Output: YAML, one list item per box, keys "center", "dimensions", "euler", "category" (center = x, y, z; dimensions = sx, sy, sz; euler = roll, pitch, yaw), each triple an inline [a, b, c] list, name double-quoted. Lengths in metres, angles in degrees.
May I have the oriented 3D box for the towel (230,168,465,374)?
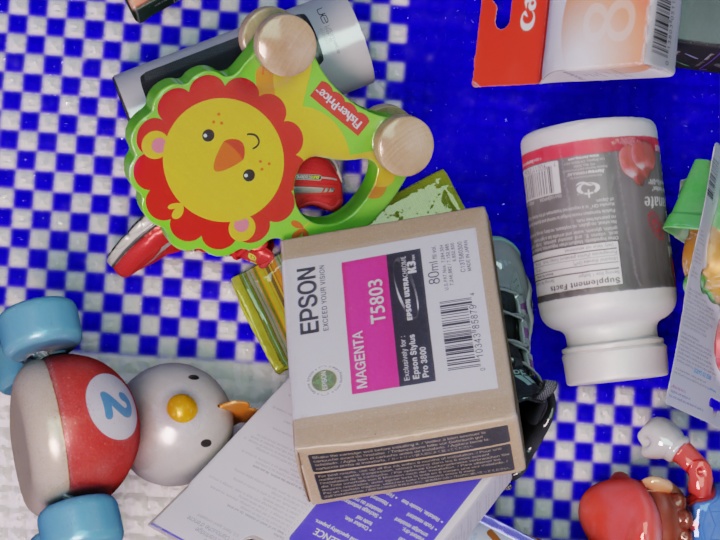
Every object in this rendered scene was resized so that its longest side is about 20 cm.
- center: [0.000, 0.000, 1.530]
  dimensions: [0.199, 0.018, 0.087]
  euler: [-28, 88, -6]
  category: "towel"

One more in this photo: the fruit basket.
- center: [0.283, 0.020, 1.478]
  dimensions: [0.093, 0.185, 0.202]
  euler: [12, 84, 34]
  category: "fruit basket"

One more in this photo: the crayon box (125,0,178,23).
- center: [-0.174, -0.320, 1.532]
  dimensions: [0.126, 0.051, 0.201]
  euler: [-29, 87, -5]
  category: "crayon box"

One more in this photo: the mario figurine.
- center: [0.270, 0.187, 1.506]
  dimensions: [0.198, 0.106, 0.125]
  euler: [1, 63, -4]
  category: "mario figurine"

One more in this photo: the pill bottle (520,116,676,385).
- center: [0.190, -0.013, 1.496]
  dimensions: [0.110, 0.111, 0.202]
  euler: [-6, 85, -4]
  category: "pill bottle"

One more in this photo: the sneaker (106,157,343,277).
- center: [-0.103, -0.036, 1.500]
  dimensions: [0.199, 0.077, 0.086]
  euler: [-26, 92, -5]
  category: "sneaker"

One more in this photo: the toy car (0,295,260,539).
- center: [-0.164, 0.117, 1.443]
  dimensions: [0.198, 0.177, 0.186]
  euler: [-10, 74, -17]
  category: "toy car"

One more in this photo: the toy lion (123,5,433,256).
- center: [-0.072, -0.087, 1.446]
  dimensions: [0.200, 0.069, 0.192]
  euler: [37, 91, -23]
  category: "toy lion"

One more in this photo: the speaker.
- center: [-0.091, -0.152, 1.508]
  dimensions: [0.198, 0.081, 0.082]
  euler: [-21, 86, -5]
  category: "speaker"

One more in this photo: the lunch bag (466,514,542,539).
- center: [0.131, 0.297, 1.459]
  dimensions: [0.199, 0.124, 0.171]
  euler: [24, 82, 7]
  category: "lunch bag"

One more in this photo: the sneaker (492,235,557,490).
- center: [0.117, 0.072, 1.464]
  dimensions: [0.077, 0.140, 0.202]
  euler: [5, 87, -18]
  category: "sneaker"

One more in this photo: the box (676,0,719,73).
- center: [0.305, -0.225, 1.525]
  dimensions: [0.198, 0.106, 0.124]
  euler: [8, 86, -3]
  category: "box"

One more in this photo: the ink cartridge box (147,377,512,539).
- center: [-0.020, 0.170, 1.398]
  dimensions: [0.197, 0.044, 0.200]
  euler: [23, 50, 30]
  category: "ink cartridge box"

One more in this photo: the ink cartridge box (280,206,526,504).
- center: [0.029, 0.060, 1.402]
  dimensions: [0.163, 0.075, 0.201]
  euler: [-9, 51, 3]
  category: "ink cartridge box"

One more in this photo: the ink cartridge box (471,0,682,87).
- center: [0.161, -0.230, 1.483]
  dimensions: [0.199, 0.050, 0.164]
  euler: [2, 83, 41]
  category: "ink cartridge box"
